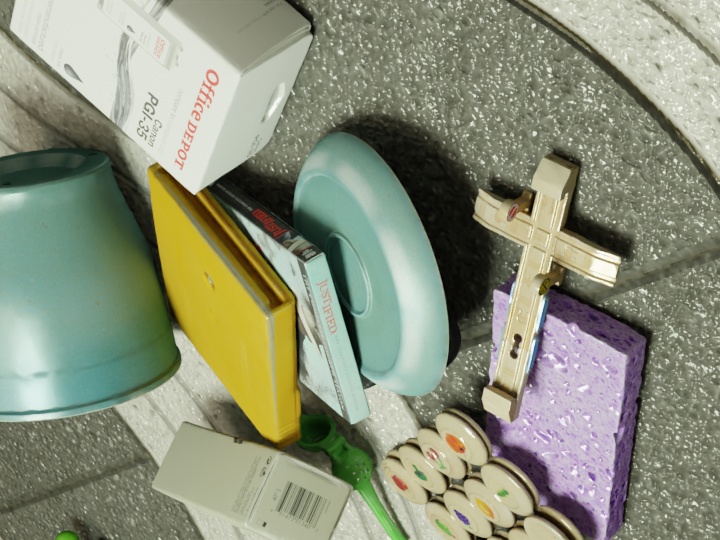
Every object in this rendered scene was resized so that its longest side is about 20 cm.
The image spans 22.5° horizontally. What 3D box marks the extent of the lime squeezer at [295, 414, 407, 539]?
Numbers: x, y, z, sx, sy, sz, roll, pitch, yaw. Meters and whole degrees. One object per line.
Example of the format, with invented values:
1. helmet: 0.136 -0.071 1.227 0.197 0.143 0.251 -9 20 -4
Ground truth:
1. lime squeezer: -0.025 0.151 1.525 0.200 0.038 0.071 44 174 6

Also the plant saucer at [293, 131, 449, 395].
1. plant saucer: 0.000 0.000 1.303 0.200 0.027 0.200 49 150 42

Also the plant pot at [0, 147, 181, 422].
1. plant pot: -0.260 0.002 1.511 0.200 0.200 0.188 8 112 41

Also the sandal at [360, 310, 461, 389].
1. sandal: 0.031 0.046 1.364 0.075 0.045 0.200 69 157 2

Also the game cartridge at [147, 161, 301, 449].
1. game cartridge: -0.104 0.030 1.433 0.176 0.032 0.200 50 159 29

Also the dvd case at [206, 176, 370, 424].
1. dvd case: -0.062 0.017 1.388 0.200 0.022 0.146 35 146 53

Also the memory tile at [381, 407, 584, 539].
1. memory tile: 0.091 0.183 1.402 0.153 0.017 0.200 46 156 3

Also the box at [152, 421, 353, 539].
1. box: -0.094 0.182 1.523 0.082 0.068 0.200 29 169 -28

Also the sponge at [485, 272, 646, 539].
1. sponge: 0.143 0.102 1.304 0.112 0.030 0.200 27 138 28

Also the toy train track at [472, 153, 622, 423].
1. toy train track: 0.109 0.018 1.222 0.115 0.033 0.200 28 124 29

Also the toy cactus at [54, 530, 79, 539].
1. toy cactus: -0.262 0.367 1.912 0.200 0.102 0.165 40 153 -1

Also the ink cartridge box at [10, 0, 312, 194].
1. ink cartridge box: -0.148 -0.176 1.313 0.200 0.083 0.147 42 142 11
